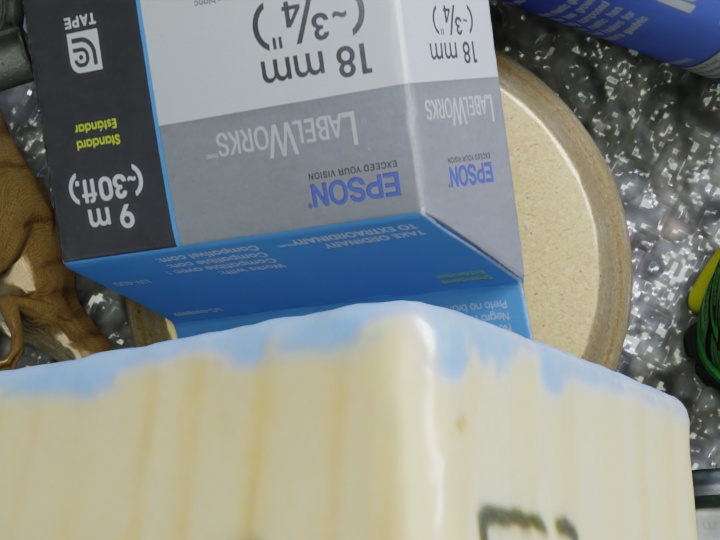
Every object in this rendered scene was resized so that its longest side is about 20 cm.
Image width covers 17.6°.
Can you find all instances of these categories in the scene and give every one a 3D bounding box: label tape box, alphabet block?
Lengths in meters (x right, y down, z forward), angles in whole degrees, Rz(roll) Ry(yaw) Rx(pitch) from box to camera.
[{"bbox_3d":[-0.029,-0.046,0.756,0.143,0.063,0.201,-7,93,31],"label":"label tape box"},{"bbox_3d":[-0.017,0.134,0.658,0.195,0.195,0.201,-11,73,28],"label":"alphabet block"}]

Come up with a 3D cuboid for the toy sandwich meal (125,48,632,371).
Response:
[{"bbox_3d":[0.000,0.000,0.862,0.204,0.070,0.207,0,85,0],"label":"toy sandwich meal"}]

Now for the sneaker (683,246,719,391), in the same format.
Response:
[{"bbox_3d":[0.196,-0.037,0.850,0.078,0.085,0.201,33,84,6],"label":"sneaker"}]

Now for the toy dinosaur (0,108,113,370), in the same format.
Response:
[{"bbox_3d":[-0.141,-0.023,0.880,0.106,0.060,0.201,-18,87,-14],"label":"toy dinosaur"}]

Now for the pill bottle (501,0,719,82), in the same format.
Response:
[{"bbox_3d":[0.086,-0.142,0.824,0.199,0.112,0.113,17,83,-18],"label":"pill bottle"}]

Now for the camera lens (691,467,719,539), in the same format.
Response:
[{"bbox_3d":[0.116,0.170,0.786,0.159,0.160,0.201,-3,82,1],"label":"camera lens"}]

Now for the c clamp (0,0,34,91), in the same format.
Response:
[{"bbox_3d":[-0.079,-0.115,0.850,0.199,0.027,0.172,-23,70,-2],"label":"c clamp"}]
